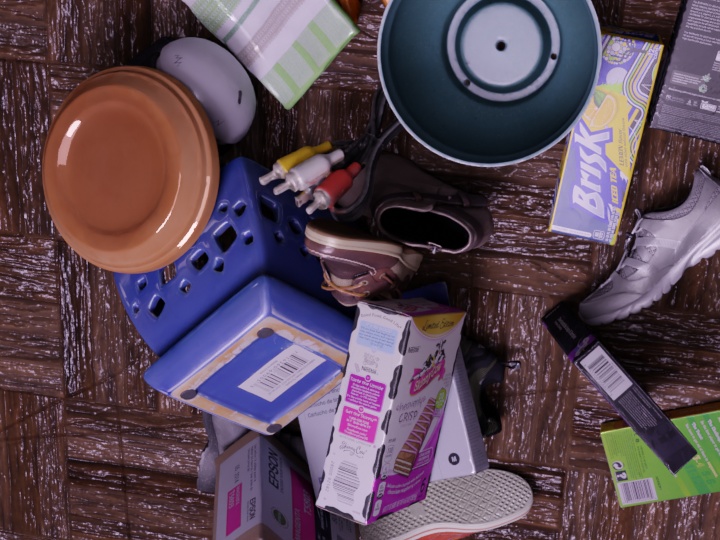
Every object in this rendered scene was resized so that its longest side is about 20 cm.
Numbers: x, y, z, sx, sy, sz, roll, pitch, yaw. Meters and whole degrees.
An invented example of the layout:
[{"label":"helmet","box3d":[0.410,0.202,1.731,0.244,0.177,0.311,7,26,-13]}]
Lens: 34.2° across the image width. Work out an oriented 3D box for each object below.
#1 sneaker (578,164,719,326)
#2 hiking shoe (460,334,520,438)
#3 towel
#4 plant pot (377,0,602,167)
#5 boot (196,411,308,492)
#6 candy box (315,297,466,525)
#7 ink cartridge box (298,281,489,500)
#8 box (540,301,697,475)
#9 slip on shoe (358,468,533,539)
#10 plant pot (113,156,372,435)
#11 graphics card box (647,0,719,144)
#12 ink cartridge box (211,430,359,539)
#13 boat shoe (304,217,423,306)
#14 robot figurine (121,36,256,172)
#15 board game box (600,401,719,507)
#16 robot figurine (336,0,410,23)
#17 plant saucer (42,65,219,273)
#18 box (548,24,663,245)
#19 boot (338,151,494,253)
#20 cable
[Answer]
[{"label":"sneaker","box3d":[0.292,-0.023,1.170,0.200,0.075,0.082,-41,87,12]},{"label":"hiking shoe","box3d":[0.099,0.170,1.269,0.100,0.076,0.201,24,112,7]},{"label":"towel","box3d":[-0.107,-0.265,1.144,0.200,0.031,0.149,46,141,-3]},{"label":"plant pot","box3d":[0.126,-0.207,1.094,0.199,0.134,0.201,3,105,12]},{"label":"boot","box3d":[-0.110,0.181,1.331,0.131,0.070,0.201,11,123,5]},{"label":"candy box","box3d":[0.032,0.130,1.129,0.061,0.136,0.201,14,97,27]},{"label":"ink cartridge box","box3d":[0.021,0.131,1.236,0.199,0.041,0.201,-17,82,28]},{"label":"box","box3d":[0.248,0.108,1.149,0.036,0.200,0.143,-42,97,5]},{"label":"slip on shoe","box3d":[0.098,0.275,1.320,0.199,0.074,0.061,-18,144,10]},{"label":"plant pot","box3d":[-0.104,0.040,1.167,0.200,0.180,0.200,-38,135,22]},{"label":"graphics card box","box3d":[0.354,-0.217,1.089,0.125,0.051,0.201,13,111,7]},{"label":"ink cartridge box","box3d":[-0.076,0.284,1.235,0.075,0.200,0.165,-39,114,15]},{"label":"boat shoe","box3d":[0.000,0.000,1.095,0.072,0.200,0.072,20,92,21]},{"label":"robot figurine","box3d":[-0.199,-0.149,1.195,0.200,0.125,0.150,-34,103,21]},{"label":"board game box","box3d":[0.365,0.191,1.247,0.199,0.030,0.096,-12,107,19]},{"label":"robot figurine","box3d":[-0.013,-0.332,1.121,0.144,0.058,0.201,-14,107,16]},{"label":"plant saucer","box3d":[-0.229,-0.096,1.121,0.199,0.037,0.201,2,94,24]},{"label":"box","box3d":[0.237,-0.132,1.138,0.070,0.064,0.201,12,112,8]},{"label":"boot","box3d":[0.035,-0.066,1.159,0.199,0.146,0.071,9,108,8]},{"label":"cable","box3d":[0.002,-0.120,1.127,0.097,0.200,0.050,35,158,29]}]
